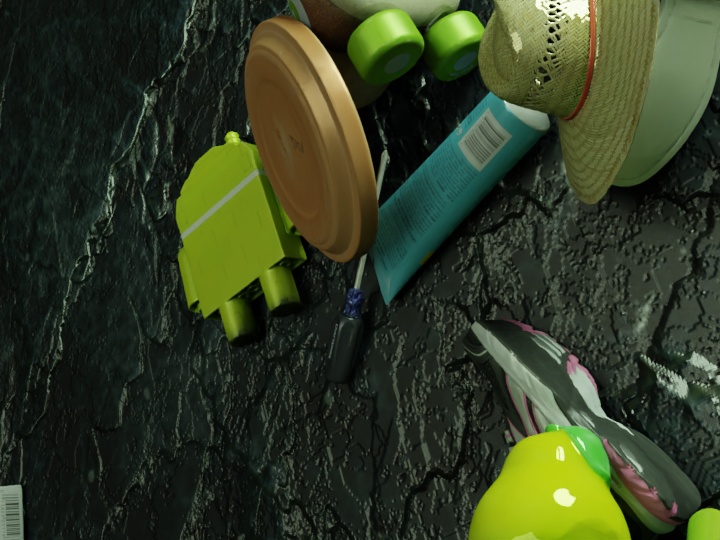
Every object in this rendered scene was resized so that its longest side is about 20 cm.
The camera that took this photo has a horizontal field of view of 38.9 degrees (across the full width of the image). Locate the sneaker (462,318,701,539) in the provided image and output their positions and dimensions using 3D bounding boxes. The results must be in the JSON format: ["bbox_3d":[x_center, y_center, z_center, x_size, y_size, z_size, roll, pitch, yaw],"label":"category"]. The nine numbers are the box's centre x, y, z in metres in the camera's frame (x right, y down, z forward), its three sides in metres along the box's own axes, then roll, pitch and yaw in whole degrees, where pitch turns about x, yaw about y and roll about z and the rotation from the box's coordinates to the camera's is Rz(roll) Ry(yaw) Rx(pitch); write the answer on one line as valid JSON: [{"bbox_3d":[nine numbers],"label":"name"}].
[{"bbox_3d":[0.128,0.117,0.696,0.087,0.080,0.200,-56,51,22],"label":"sneaker"}]

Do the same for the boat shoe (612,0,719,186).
[{"bbox_3d":[0.202,-0.157,0.683,0.060,0.071,0.204,-121,45,-62],"label":"boat shoe"}]

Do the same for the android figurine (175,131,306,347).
[{"bbox_3d":[-0.115,-0.036,0.969,0.182,0.041,0.202,-37,60,33],"label":"android figurine"}]

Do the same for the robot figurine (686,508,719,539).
[{"bbox_3d":[0.258,0.181,0.539,0.173,0.116,0.202,13,91,16],"label":"robot figurine"}]

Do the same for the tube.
[{"bbox_3d":[0.065,-0.063,0.808,0.200,0.050,0.078,-46,46,34],"label":"tube"}]

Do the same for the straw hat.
[{"bbox_3d":[0.123,-0.148,0.665,0.201,0.084,0.204,-173,90,-86],"label":"straw hat"}]

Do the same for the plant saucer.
[{"bbox_3d":[-0.047,-0.101,0.816,0.201,0.032,0.202,53,156,36],"label":"plant saucer"}]

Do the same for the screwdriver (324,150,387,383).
[{"bbox_3d":[0.000,0.000,0.850,0.029,0.028,0.202,-90,12,-74],"label":"screwdriver"}]

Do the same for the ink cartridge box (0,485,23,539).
[{"bbox_3d":[-0.470,0.358,1.231,0.199,0.050,0.163,-25,67,42],"label":"ink cartridge box"}]

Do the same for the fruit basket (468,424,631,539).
[{"bbox_3d":[0.109,0.200,0.591,0.215,0.216,0.156,-39,92,31],"label":"fruit basket"}]

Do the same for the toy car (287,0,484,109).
[{"bbox_3d":[-0.021,-0.186,0.848,0.200,0.157,0.165,-47,66,41],"label":"toy car"}]
